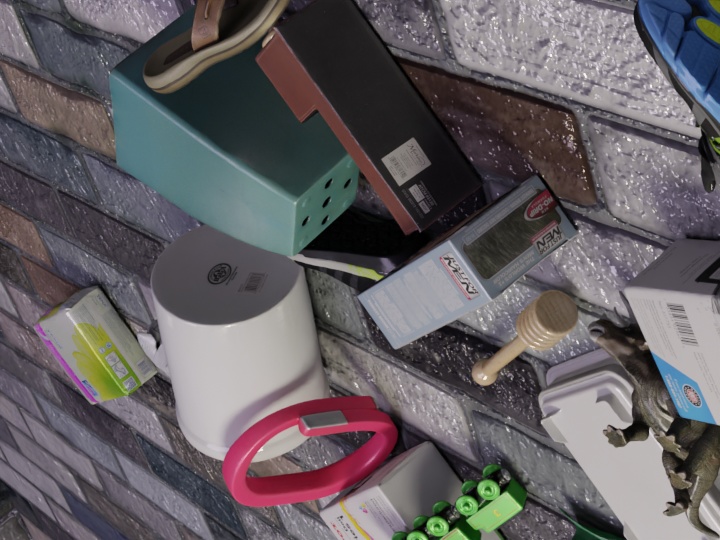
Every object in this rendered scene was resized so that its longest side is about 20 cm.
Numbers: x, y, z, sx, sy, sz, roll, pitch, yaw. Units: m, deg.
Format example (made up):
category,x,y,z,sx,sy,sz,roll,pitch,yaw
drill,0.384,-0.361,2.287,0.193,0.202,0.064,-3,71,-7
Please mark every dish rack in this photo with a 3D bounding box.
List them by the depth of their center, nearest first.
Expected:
category,x,y,z,sx,sy,sz,roll,pitch,yaw
dish rack,0.231,0.161,1.368,0.200,0.043,0.172,53,155,-2

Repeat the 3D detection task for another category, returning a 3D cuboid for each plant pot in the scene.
category,x,y,z,sx,sy,sz,roll,pitch,yaw
plant pot,-0.102,-0.119,1.483,0.200,0.141,0.142,38,152,18

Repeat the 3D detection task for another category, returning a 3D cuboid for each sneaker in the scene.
category,x,y,z,sx,sy,sz,roll,pitch,yaw
sneaker,0.226,-0.088,1.016,0.200,0.071,0.083,53,149,-6
sneaker,0.000,0.000,1.526,0.200,0.072,0.083,18,140,51
sneaker,-0.216,0.087,2.011,0.115,0.075,0.200,42,157,17

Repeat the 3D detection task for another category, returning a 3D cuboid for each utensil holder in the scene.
category,x,y,z,sx,sy,sz,roll,pitch,yaw
utensil holder,-0.127,0.072,1.730,0.170,0.170,0.201,33,147,36

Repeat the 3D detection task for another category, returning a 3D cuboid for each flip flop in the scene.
category,x,y,z,sx,sy,sz,roll,pitch,yaw
flip flop,-0.115,-0.214,1.356,0.199,0.081,0.058,-26,118,35

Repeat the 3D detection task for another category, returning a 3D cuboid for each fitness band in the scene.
category,x,y,z,sx,sy,sz,roll,pitch,yaw
fitness band,-0.052,0.190,1.730,0.144,0.199,0.038,-54,51,35

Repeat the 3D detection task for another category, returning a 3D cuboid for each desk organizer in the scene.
category,x,y,z,sx,sy,sz,roll,pitch,yaw
desk organizer,0.004,-0.124,1.361,0.200,0.072,0.077,54,158,-2

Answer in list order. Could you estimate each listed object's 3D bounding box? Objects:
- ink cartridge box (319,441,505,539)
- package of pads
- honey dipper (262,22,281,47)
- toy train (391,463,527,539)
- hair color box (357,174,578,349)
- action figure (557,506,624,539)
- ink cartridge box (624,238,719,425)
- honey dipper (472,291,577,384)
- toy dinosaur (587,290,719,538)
category,x,y,z,sx,sy,sz,roll,pitch,yaw
ink cartridge box,0.054,0.279,1.779,0.145,0.084,0.200,53,155,1
package of pads,-0.376,0.105,2.327,0.155,0.068,0.200,55,155,-8
honey dipper,-0.105,-0.246,1.434,0.200,0.038,0.038,51,155,10
toy train,0.084,0.262,1.637,0.056,0.042,0.200,45,118,-7
hair color box,0.083,-0.003,1.344,0.061,0.099,0.200,54,155,-2
action figure,0.254,0.285,1.480,0.199,0.055,0.119,5,124,53
ink cartridge box,0.281,0.048,1.099,0.200,0.068,0.116,8,130,57
honey dipper,0.134,0.065,1.407,0.038,0.038,0.200,50,158,7
toy dinosaur,0.244,0.117,1.243,0.077,0.102,0.200,-18,117,51
